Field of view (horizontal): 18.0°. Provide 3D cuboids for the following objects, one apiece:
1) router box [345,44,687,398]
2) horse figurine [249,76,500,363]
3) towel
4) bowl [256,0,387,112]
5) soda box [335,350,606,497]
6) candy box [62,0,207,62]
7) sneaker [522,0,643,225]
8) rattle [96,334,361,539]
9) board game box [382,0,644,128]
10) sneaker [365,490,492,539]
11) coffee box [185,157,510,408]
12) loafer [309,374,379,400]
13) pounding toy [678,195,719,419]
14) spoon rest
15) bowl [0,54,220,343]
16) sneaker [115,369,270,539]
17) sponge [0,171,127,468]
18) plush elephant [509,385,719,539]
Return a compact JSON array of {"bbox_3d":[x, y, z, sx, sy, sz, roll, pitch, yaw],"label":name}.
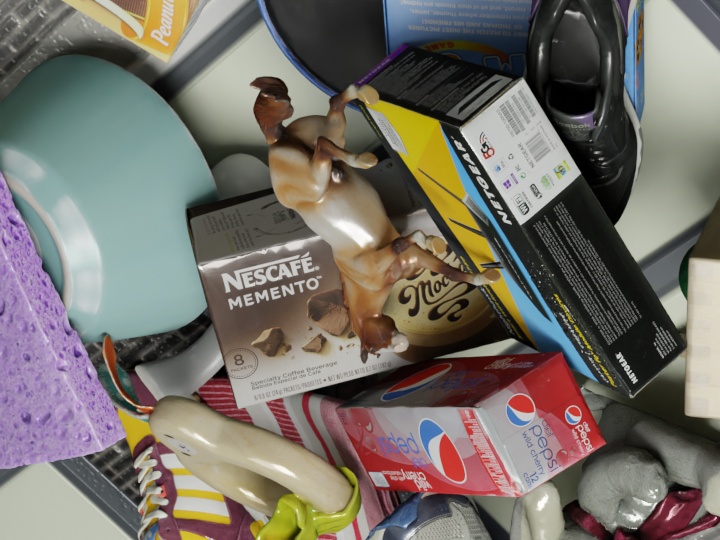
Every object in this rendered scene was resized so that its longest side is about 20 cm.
[{"bbox_3d":[0.089,-0.031,1.304,0.200,0.051,0.149,56,167,-25],"label":"router box"},{"bbox_3d":[-0.005,-0.039,1.326,0.200,0.050,0.133,53,151,-15],"label":"horse figurine"},{"bbox_3d":[-0.044,0.144,1.581,0.200,0.023,0.144,7,122,50],"label":"towel"},{"bbox_3d":[0.027,-0.178,1.377,0.201,0.039,0.201,10,126,14],"label":"bowl"},{"bbox_3d":[0.063,0.094,1.385,0.063,0.070,0.200,64,157,-9],"label":"soda box"},{"bbox_3d":[-0.123,-0.237,1.383,0.115,0.055,0.200,31,129,-2],"label":"candy box"},{"bbox_3d":[0.117,-0.091,1.280,0.076,0.088,0.200,4,127,13],"label":"sneaker"},{"bbox_3d":[-0.111,0.151,1.477,0.200,0.130,0.143,29,86,-19],"label":"rattle"},{"bbox_3d":[0.087,-0.177,1.304,0.151,0.037,0.200,5,126,13],"label":"board game box"},{"bbox_3d":[0.071,0.203,1.476,0.077,0.085,0.200,-40,146,-2],"label":"sneaker"},{"bbox_3d":[0.000,0.000,1.439,0.200,0.080,0.113,-14,121,-2],"label":"coffee box"},{"bbox_3d":[-0.015,0.069,1.567,0.072,0.063,0.200,25,132,45],"label":"loafer"},{"bbox_3d":[0.266,0.029,1.357,0.200,0.184,0.142,5,113,18],"label":"pounding toy"},{"bbox_3d":[-0.092,0.007,1.539,0.099,0.061,0.200,50,132,26],"label":"spoon rest"},{"bbox_3d":[-0.197,-0.030,1.489,0.201,0.105,0.201,20,126,31],"label":"bowl"},{"bbox_3d":[-0.130,0.160,1.608,0.200,0.090,0.075,50,146,15],"label":"sneaker"},{"bbox_3d":[-0.234,0.030,1.458,0.112,0.030,0.200,-14,104,45],"label":"sponge"},{"bbox_3d":[0.172,0.171,1.485,0.200,0.165,0.155,23,91,25],"label":"plush elephant"}]
